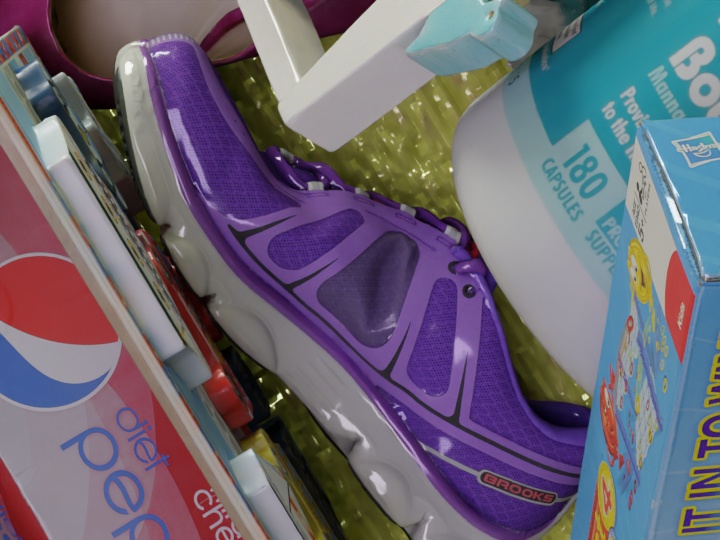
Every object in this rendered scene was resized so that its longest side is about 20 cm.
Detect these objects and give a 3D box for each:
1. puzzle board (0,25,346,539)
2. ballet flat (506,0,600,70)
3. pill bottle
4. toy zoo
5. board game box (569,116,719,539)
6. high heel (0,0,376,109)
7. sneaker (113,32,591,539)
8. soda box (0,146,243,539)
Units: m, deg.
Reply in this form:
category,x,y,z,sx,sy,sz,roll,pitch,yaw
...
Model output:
category,x,y,z,sx,sy,sz,roll,pitch,yaw
puzzle board,-0.054,0.018,0.752,0.017,0.151,0.200,-31,99,1
ballet flat,0.071,-0.064,0.751,0.071,0.072,0.201,6,125,18
pill bottle,0.128,-0.052,0.646,0.200,0.111,0.111,-38,83,22
toy zoo,0.012,-0.121,0.697,0.131,0.020,0.200,-44,42,20
board game box,0.156,0.049,0.631,0.195,0.056,0.200,-4,133,-9
high heel,-0.056,-0.086,0.786,0.199,0.096,0.068,-5,95,19
sneaker,0.000,0.000,0.789,0.083,0.081,0.200,-40,103,5
soda box,-0.089,0.054,0.809,0.070,0.063,0.200,-31,89,-24
